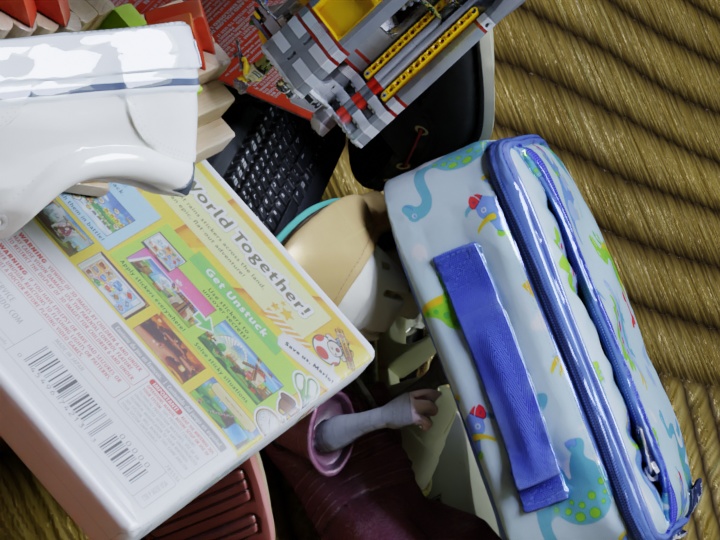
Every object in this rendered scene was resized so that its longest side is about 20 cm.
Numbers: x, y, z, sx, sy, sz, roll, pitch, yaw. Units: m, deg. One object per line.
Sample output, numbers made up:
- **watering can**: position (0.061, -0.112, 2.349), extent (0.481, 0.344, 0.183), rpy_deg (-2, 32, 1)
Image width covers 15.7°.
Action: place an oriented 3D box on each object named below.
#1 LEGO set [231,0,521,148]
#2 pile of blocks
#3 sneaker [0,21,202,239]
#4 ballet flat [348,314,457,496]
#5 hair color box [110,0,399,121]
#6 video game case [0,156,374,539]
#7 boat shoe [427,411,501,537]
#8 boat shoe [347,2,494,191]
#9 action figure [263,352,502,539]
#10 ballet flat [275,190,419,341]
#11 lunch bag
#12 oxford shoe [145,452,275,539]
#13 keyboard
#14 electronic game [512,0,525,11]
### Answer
- **LEGO set**: position (-0.033, -0.139, 1.030), extent (0.154, 0.116, 0.200), rpy_deg (52, 9, 26)
- **pile of blocks**: position (-0.117, -0.080, 0.987), extent (0.199, 0.062, 0.082), rpy_deg (3, 51, -43)
- **sneaker**: position (-0.144, -0.043, 0.909), extent (0.199, 0.073, 0.071), rpy_deg (-9, 93, -22)
- **ballet flat**: position (0.018, 0.052, 1.305), extent (0.071, 0.070, 0.201), rpy_deg (46, 34, -44)
- **hair color box**: position (-0.077, -0.146, 1.123), extent (0.200, 0.064, 0.111), rpy_deg (21, 36, -51)
- **video game case**: position (-0.106, -0.005, 0.994), extent (0.200, 0.023, 0.182), rpy_deg (48, 35, 6)
- **boat shoe**: position (0.052, 0.163, 1.298), extent (0.066, 0.072, 0.201), rpy_deg (41, 28, -41)
- **boat shoe**: position (0.028, -0.087, 1.226), extent (0.201, 0.063, 0.074), rpy_deg (106, -18, -71)
- **action figure**: position (-0.001, 0.105, 1.210), extent (0.200, 0.149, 0.134), rpy_deg (56, 15, 15)
- **ballet flat**: position (0.000, 0.000, 1.180), extent (0.063, 0.069, 0.200), rpy_deg (33, 15, 5)
- **lunch bag**: position (0.082, 0.040, 1.177), extent (0.161, 0.082, 0.201), rpy_deg (0, 68, -75)
- **oxford shoe**: position (-0.082, 0.034, 1.091), extent (0.201, 0.070, 0.075), rpy_deg (67, 21, -10)
- **keyboard**: position (-0.038, -0.064, 1.214), extent (0.104, 0.039, 0.200), rpy_deg (62, 24, -23)
- **electronic game**: position (0.024, -0.207, 1.358), extent (0.200, 0.199, 0.042), rpy_deg (57, 6, -30)
